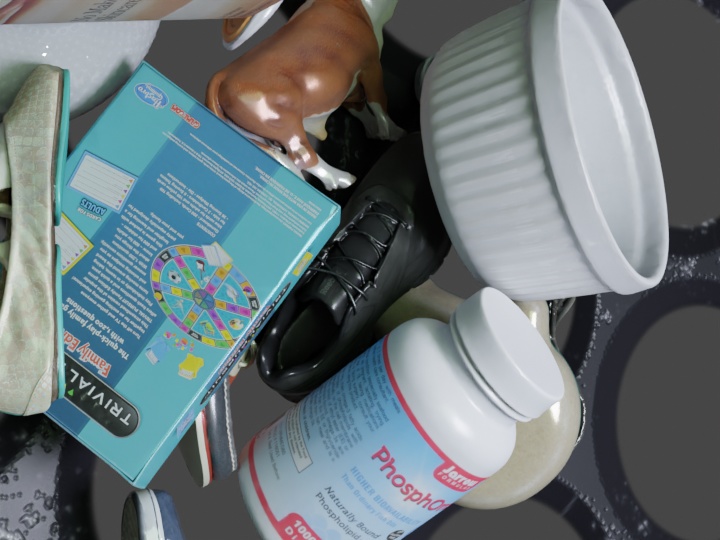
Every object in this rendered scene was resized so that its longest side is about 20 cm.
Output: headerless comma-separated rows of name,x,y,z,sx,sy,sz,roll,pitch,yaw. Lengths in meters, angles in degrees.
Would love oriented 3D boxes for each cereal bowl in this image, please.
cereal bowl,-0.203,-0.187,0.829,0.198,0.083,0.203,2,87,-30

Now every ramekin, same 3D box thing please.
ramekin,0.118,-0.075,0.895,0.200,0.104,0.203,39,44,-51

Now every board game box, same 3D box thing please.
board game box,-0.129,0.002,0.825,0.150,0.047,0.201,36,80,6

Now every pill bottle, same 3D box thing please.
pill bottle,0.026,0.101,0.870,0.199,0.109,0.109,-38,114,21

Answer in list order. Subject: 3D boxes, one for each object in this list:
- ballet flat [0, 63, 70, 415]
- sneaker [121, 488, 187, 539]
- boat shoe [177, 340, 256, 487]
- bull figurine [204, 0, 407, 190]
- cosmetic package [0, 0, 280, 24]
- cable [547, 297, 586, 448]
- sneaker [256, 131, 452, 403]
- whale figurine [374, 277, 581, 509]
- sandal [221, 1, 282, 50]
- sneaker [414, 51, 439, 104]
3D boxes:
ballet flat,-0.193,-0.022,0.767,0.061,0.067,0.203,2,77,-17
sneaker,-0.067,0.215,0.877,0.144,0.077,0.205,-17,105,-18
boat shoe,-0.096,0.034,0.885,0.062,0.071,0.203,-6,84,-26
bull figurine,-0.024,-0.127,0.932,0.200,0.065,0.122,-41,109,-34
cosmetic package,-0.135,-0.189,0.763,0.198,0.103,0.089,-7,90,-29
cable,0.138,0.034,1.030,0.096,0.050,0.203,5,84,-26
sneaker,0.000,0.000,0.893,0.075,0.091,0.202,30,92,13
whale figurine,0.066,0.067,0.969,0.159,0.104,0.201,-41,85,10
sandal,-0.068,-0.241,0.919,0.059,0.079,0.209,27,66,-24
sneaker,0.138,-0.126,1.029,0.198,0.071,0.074,2,86,-30
